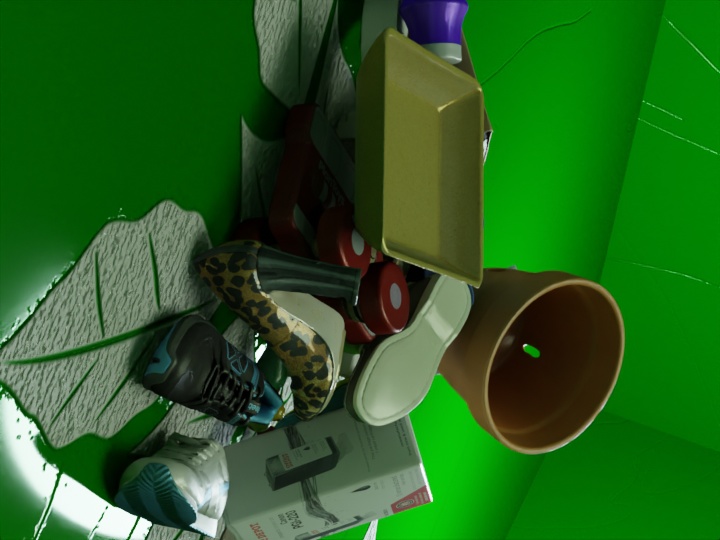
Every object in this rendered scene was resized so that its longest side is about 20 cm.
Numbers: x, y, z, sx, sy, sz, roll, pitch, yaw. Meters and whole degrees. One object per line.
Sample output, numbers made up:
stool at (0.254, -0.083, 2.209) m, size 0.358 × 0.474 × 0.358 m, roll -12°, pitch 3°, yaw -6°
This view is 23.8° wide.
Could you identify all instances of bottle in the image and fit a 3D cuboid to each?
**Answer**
bottle at (0.065, -0.291, 1.587) m, size 0.084 × 0.065 × 0.201 m, roll 6°, pitch 80°, yaw -75°

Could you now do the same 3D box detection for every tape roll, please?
tape roll at (0.040, -0.190, 1.677) m, size 0.203 × 0.037 × 0.203 m, roll -3°, pitch 90°, yaw -77°

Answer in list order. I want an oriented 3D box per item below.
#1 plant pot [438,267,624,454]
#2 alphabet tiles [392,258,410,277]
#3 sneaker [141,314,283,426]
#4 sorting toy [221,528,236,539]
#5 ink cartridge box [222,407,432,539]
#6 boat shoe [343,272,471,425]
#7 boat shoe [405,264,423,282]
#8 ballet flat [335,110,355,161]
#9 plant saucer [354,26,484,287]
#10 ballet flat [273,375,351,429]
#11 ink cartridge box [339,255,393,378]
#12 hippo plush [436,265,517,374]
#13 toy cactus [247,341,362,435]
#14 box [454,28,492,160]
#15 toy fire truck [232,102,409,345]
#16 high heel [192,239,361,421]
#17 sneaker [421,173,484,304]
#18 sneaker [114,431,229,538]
plant pot at (0.168, 0.082, 1.870) m, size 0.200 × 0.140 × 0.201 m, roll -16°, pitch 118°, yaw -33°
alphabet tiles at (0.059, -0.052, 1.731) m, size 0.167 × 0.006 × 0.200 m, roll 96°, pitch 16°, yaw -66°
sneaker at (-0.121, 0.090, 1.463) m, size 0.073 × 0.082 × 0.200 m, roll -57°, pitch 164°, yaw 3°
sorting toy at (-0.110, 0.347, 1.872) m, size 0.200 × 0.069 × 0.199 m, roll 73°, pitch 38°, yaw -66°
ink cartridge box at (-0.038, 0.205, 1.690) m, size 0.146 × 0.200 × 0.085 m, roll 73°, pitch 1°, yaw -66°
boat shoe at (0.037, 0.077, 1.644) m, size 0.072 × 0.060 × 0.202 m, roll 56°, pitch 48°, yaw -22°
boat shoe at (0.065, 0.047, 1.820) m, size 0.066 × 0.074 × 0.200 m, roll 109°, pitch 7°, yaw -70°
ballet flat at (0.003, -0.129, 1.726) m, size 0.200 × 0.068 × 0.067 m, roll -22°, pitch 110°, yaw -77°
plant saucer at (0.049, -0.095, 1.541) m, size 0.200 × 0.048 × 0.201 m, roll 18°, pitch 70°, yaw -59°
ballet flat at (-0.024, 0.154, 1.786) m, size 0.067 × 0.067 × 0.200 m, roll -26°, pitch 172°, yaw -38°
ink cartridge box at (0.000, 0.000, 1.807) m, size 0.145 × 0.084 × 0.200 m, roll -16°, pitch 124°, yaw -72°
hippo plush at (0.074, 0.012, 1.926) m, size 0.161 × 0.199 × 0.160 m, roll 79°, pitch 11°, yaw -49°
toy cactus at (-0.058, 0.070, 1.664) m, size 0.200 × 0.102 × 0.165 m, roll -46°, pitch 144°, yaw -1°
box at (0.094, -0.214, 1.739) m, size 0.164 × 0.021 × 0.200 m, roll 85°, pitch -10°, yaw -81°
toy fire truck at (-0.024, -0.034, 1.570) m, size 0.200 × 0.112 × 0.168 m, roll 54°, pitch 38°, yaw -44°
high heel at (-0.084, 0.054, 1.499) m, size 0.072 × 0.142 × 0.200 m, roll -81°, pitch -176°, yaw -47°
sneaker at (0.087, -0.043, 1.714) m, size 0.200 × 0.070 × 0.078 m, roll 91°, pitch -4°, yaw -52°
sneaker at (-0.161, 0.179, 1.487) m, size 0.200 × 0.076 × 0.081 m, roll 77°, pitch 26°, yaw -75°
